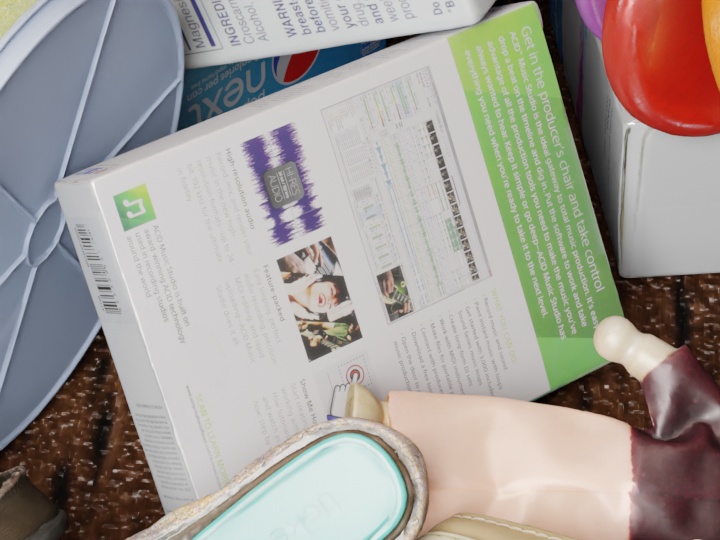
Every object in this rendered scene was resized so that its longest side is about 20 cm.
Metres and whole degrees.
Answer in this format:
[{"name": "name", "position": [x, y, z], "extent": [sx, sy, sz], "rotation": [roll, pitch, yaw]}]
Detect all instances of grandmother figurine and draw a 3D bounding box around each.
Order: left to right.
[{"name": "grandmother figurine", "position": [0.093, 0.077, 0.865], "extent": [0.200, 0.122, 0.061], "rotation": [8, -5, -4]}]

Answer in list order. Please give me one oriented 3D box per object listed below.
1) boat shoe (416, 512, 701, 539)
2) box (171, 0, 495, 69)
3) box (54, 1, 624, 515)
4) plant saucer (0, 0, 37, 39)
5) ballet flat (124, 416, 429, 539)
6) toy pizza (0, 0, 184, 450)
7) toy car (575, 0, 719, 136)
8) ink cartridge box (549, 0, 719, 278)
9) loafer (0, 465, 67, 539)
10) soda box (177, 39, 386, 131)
[{"name": "boat shoe", "position": [0.110, 0.126, 0.802], "extent": [0.200, 0.074, 0.069], "rotation": [24, 45, 13]}, {"name": "box", "position": [-0.050, -0.182, 0.947], "extent": [0.200, 0.184, 0.105], "rotation": [-5, 32, 33]}, {"name": "box", "position": [0.000, 0.000, 0.904], "extent": [0.200, 0.145, 0.036], "rotation": [-23, 14, -27]}, {"name": "plant saucer", "position": [-0.163, -0.025, 0.891], "extent": [0.048, 0.200, 0.200], "rotation": [24, 43, 12]}, {"name": "ballet flat", "position": [-0.063, 0.114, 0.807], "extent": [0.200, 0.068, 0.067], "rotation": [-28, -4, 4]}, {"name": "toy pizza", "position": [-0.124, -0.019, 0.875], "extent": [0.032, 0.200, 0.200], "rotation": [25, 43, 15]}, {"name": "toy car", "position": [0.153, -0.122, 0.937], "extent": [0.150, 0.175, 0.200], "rotation": [-32, 36, 18]}, {"name": "ink cartridge box", "position": [0.166, -0.089, 1.064], "extent": [0.144, 0.085, 0.200], "rotation": [-3, 37, -3]}, {"name": "loafer", "position": [-0.197, 0.085, 0.807], "extent": [0.200, 0.072, 0.073], "rotation": [-9, 7, 4]}, {"name": "soda box", "position": [-0.076, -0.094, 1.082], "extent": [0.068, 0.064, 0.200], "rotation": [28, 45, 31]}]
